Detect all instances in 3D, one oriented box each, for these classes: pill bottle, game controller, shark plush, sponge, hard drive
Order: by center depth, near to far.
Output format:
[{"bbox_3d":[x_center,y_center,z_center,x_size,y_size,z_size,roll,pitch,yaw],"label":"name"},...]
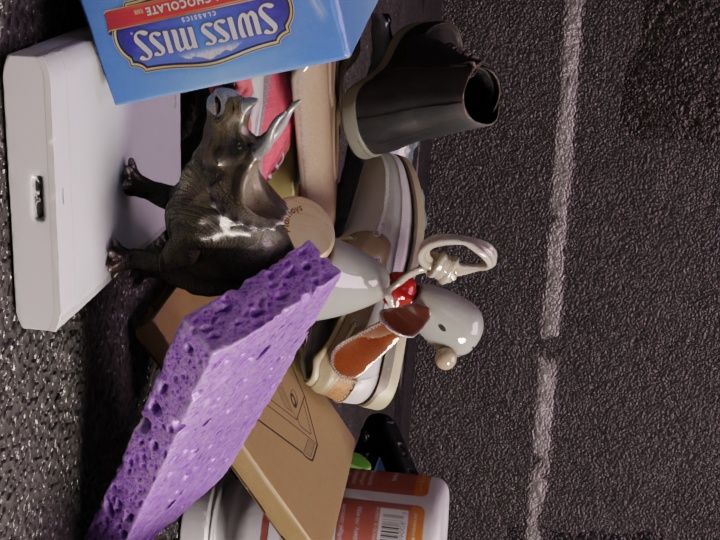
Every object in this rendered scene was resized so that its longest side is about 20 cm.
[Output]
[{"bbox_3d":[-0.139,-0.065,0.682,0.200,0.026,0.134,-62,156,-70],"label":"hard drive"},{"bbox_3d":[-0.086,0.078,0.708,0.111,0.030,0.201,-36,162,-48],"label":"sponge"},{"bbox_3d":[-0.034,0.206,0.968,0.112,0.197,0.114,5,90,-82],"label":"pill bottle"},{"bbox_3d":[0.017,-0.103,1.029,0.083,0.090,0.203,-14,124,-62],"label":"shark plush"},{"bbox_3d":[0.034,0.227,1.114,0.105,0.042,0.201,-63,-145,34],"label":"game controller"}]

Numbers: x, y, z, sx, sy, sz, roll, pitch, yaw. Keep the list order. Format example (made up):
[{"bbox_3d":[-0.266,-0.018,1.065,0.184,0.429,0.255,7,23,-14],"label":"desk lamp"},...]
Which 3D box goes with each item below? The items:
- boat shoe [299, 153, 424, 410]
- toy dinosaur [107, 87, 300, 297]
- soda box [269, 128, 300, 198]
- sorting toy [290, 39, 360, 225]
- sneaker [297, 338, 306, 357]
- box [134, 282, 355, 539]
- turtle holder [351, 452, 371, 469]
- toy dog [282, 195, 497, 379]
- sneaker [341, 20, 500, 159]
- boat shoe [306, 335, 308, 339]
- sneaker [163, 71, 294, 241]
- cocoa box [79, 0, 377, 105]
[{"bbox_3d":[0.000,0.000,0.955,0.075,0.068,0.203,-26,-126,59],"label":"boat shoe"},{"bbox_3d":[-0.077,-0.014,0.695,0.201,0.101,0.078,79,18,-60],"label":"toy dinosaur"},{"bbox_3d":[-0.076,-0.097,0.990,0.068,0.063,0.203,-73,166,-57],"label":"soda box"},{"bbox_3d":[-0.029,-0.155,0.930,0.186,0.036,0.202,88,8,-53],"label":"sorting toy"},{"bbox_3d":[-0.081,0.058,1.001,0.071,0.074,0.202,-97,178,-57],"label":"sneaker"},{"bbox_3d":[-0.072,0.084,0.881,0.201,0.021,0.164,56,19,-14],"label":"box"},{"bbox_3d":[-0.062,0.233,1.114,0.140,0.185,0.133,-33,153,-37],"label":"turtle holder"},{"bbox_3d":[-0.008,0.029,0.864,0.132,0.197,0.098,105,-2,-63],"label":"toy dog"},{"bbox_3d":[0.070,-0.146,0.976,0.200,0.105,0.076,-55,132,-52],"label":"sneaker"},{"bbox_3d":[-0.068,0.084,1.138,0.201,0.071,0.067,73,8,-57],"label":"boat shoe"},{"bbox_3d":[-0.075,-0.084,0.852,0.086,0.073,0.203,31,59,-49],"label":"sneaker"},{"bbox_3d":[-0.065,-0.190,0.675,0.201,0.131,0.133,-72,151,-63],"label":"cocoa box"}]
